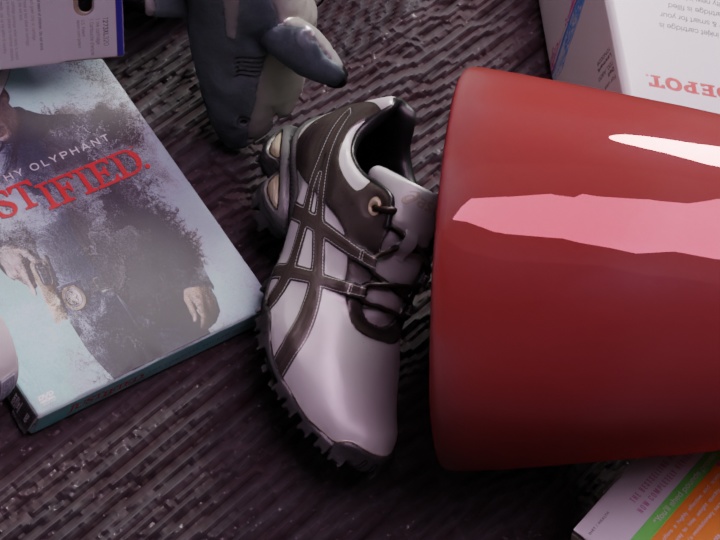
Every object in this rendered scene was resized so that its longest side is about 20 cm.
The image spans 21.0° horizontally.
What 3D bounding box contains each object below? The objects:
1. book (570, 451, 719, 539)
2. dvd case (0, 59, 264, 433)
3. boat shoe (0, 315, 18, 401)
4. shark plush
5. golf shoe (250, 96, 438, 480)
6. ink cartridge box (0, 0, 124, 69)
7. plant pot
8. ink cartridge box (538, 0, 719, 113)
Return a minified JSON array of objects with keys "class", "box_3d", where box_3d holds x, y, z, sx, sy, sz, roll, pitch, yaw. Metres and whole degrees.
[{"class":"book","box_3d":[0.220,0.147,0.937,0.200,0.048,0.134,36,68,23]},{"class":"dvd case","box_3d":[-0.155,-0.031,0.964,0.146,0.022,0.200,-25,71,-34]},{"class":"boat shoe","box_3d":[-0.239,-0.010,0.889,0.068,0.072,0.200,-31,84,-38]},{"class":"shark plush","box_3d":[-0.079,-0.140,0.962,0.083,0.200,0.091,-27,52,11]},{"class":"golf shoe","box_3d":[0.000,0.000,0.957,0.078,0.094,0.200,22,49,-45]},{"class":"ink cartridge box","box_3d":[-0.216,-0.139,0.933,0.200,0.095,0.037,-6,39,-12]},{"class":"plant pot","box_3d":[0.132,0.005,0.920,0.177,0.201,0.201,4,54,10]},{"class":"ink cartridge box","box_3d":[0.189,-0.140,1.145,0.145,0.084,0.200,7,56,-19]}]
